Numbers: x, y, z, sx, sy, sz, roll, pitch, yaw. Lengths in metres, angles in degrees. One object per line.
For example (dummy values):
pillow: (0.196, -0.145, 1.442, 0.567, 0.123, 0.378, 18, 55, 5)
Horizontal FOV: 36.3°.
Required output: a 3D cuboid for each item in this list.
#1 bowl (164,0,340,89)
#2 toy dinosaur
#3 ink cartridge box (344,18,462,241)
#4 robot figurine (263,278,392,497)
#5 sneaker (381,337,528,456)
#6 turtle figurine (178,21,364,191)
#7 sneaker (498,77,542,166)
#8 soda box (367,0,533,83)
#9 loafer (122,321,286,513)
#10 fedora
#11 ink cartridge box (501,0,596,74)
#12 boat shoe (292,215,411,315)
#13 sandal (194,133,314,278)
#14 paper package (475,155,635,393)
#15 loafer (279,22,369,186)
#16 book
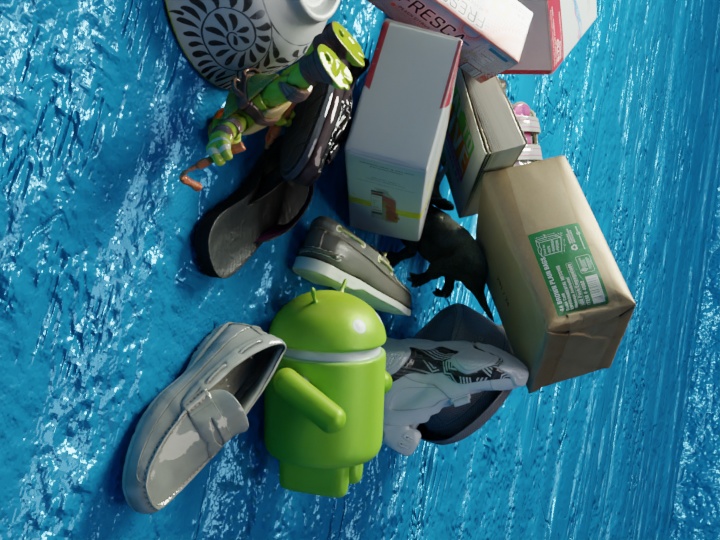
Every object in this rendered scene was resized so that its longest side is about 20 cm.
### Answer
bowl: (-0.074, -0.258, 0.945, 0.200, 0.093, 0.203, -15, 107, -61)
toy dinosaur: (0.096, -0.023, 1.260, 0.077, 0.102, 0.201, -27, 82, -49)
ink cartridge box: (0.042, -0.134, 1.113, 0.200, 0.083, 0.146, 90, 15, -73)
robot figurine: (-0.034, 0.111, 1.051, 0.175, 0.115, 0.202, -19, 113, -68)
sneaker: (0.082, 0.140, 1.214, 0.075, 0.198, 0.116, -79, 173, -74)
turtle figurine: (-0.074, -0.147, 0.930, 0.065, 0.161, 0.200, 57, 28, -6)
sneaker: (0.180, -0.156, 1.335, 0.081, 0.088, 0.201, -10, 60, -50)
soda box: (0.076, -0.274, 1.093, 0.199, 0.063, 0.069, 31, 63, -25)
loafer: (-0.129, 0.120, 0.924, 0.201, 0.069, 0.070, -60, 143, -39)
fedora: (0.112, 0.109, 1.321, 0.090, 0.176, 0.201, 44, 57, -19)
ink cartridge box: (0.202, -0.352, 1.393, 0.200, 0.144, 0.146, -49, 136, -47)
boat shoe: (0.003, 0.000, 1.152, 0.201, 0.072, 0.061, 29, 74, -56)
sandal: (-0.080, -0.059, 1.012, 0.201, 0.048, 0.076, -55, 140, -44)
paper package: (0.205, 0.005, 1.213, 0.191, 0.103, 0.201, 83, -10, -63)
loafer: (-0.025, -0.152, 1.029, 0.063, 0.072, 0.201, 30, 46, -23)
book: (0.124, -0.157, 1.241, 0.200, 0.048, 0.135, 104, -31, -72)
